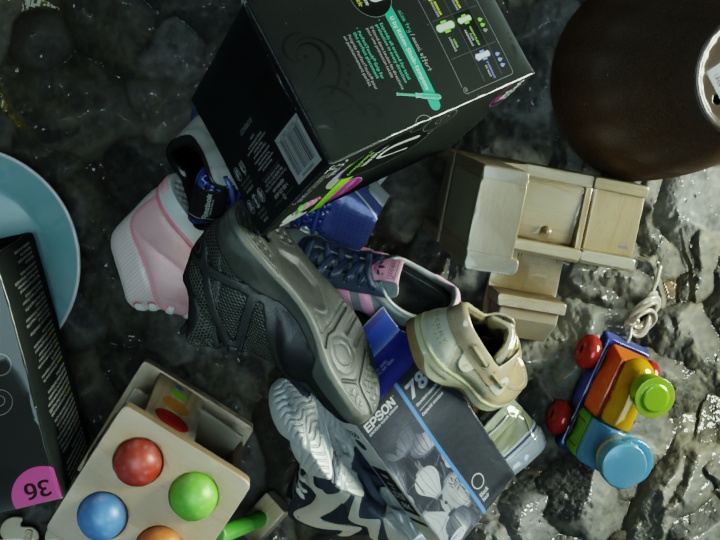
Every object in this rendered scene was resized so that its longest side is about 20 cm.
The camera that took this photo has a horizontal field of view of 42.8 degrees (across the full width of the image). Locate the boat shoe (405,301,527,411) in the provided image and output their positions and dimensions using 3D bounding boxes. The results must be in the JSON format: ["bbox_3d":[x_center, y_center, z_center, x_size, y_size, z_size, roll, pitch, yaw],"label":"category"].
[{"bbox_3d":[0.111,0.073,0.805,0.064,0.199,0.073,-27,61,22],"label":"boat shoe"}]

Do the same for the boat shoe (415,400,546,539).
[{"bbox_3d":[0.089,0.202,0.893,0.199,0.072,0.062,-38,89,-9],"label":"boat shoe"}]

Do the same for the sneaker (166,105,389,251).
[{"bbox_3d":[-0.085,-0.063,0.771,0.197,0.116,0.081,31,134,6],"label":"sneaker"}]

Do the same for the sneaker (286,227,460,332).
[{"bbox_3d":[0.000,0.000,0.823,0.196,0.082,0.071,19,67,-13],"label":"sneaker"}]

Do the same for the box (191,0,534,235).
[{"bbox_3d":[0.000,-0.138,0.690,0.198,0.148,0.126,-28,87,-30],"label":"box"}]

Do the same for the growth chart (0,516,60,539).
[{"bbox_3d":[-0.286,0.316,0.891,0.196,0.018,0.148,14,98,-9],"label":"growth chart"}]

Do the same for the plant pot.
[{"bbox_3d":[0.278,-0.160,0.772,0.182,0.200,0.191,-1,101,-6],"label":"plant pot"}]

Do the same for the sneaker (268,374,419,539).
[{"bbox_3d":[-0.044,0.178,0.835,0.128,0.080,0.199,-20,128,38],"label":"sneaker"}]

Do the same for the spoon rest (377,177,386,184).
[{"bbox_3d":[0.037,-0.137,0.821,0.098,0.061,0.202,31,97,-11],"label":"spoon rest"}]

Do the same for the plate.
[{"bbox_3d":[-0.348,-0.010,0.820,0.195,0.026,0.205,-1,101,-7],"label":"plate"}]

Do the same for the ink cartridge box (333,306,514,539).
[{"bbox_3d":[0.049,0.140,0.801,0.099,0.039,0.201,-44,110,-22],"label":"ink cartridge box"}]

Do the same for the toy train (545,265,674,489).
[{"bbox_3d":[0.257,0.097,0.860,0.083,0.116,0.203,22,98,-10],"label":"toy train"}]

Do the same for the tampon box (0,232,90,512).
[{"bbox_3d":[-0.330,0.090,0.763,0.147,0.126,0.204,-13,102,-3],"label":"tampon box"}]

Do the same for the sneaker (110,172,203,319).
[{"bbox_3d":[-0.143,0.019,0.828,0.104,0.076,0.201,-32,110,16],"label":"sneaker"}]

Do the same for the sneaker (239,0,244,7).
[{"bbox_3d":[-0.069,-0.234,0.779,0.076,0.085,0.205,-9,101,-5],"label":"sneaker"}]

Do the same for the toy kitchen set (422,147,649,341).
[{"bbox_3d":[0.161,-0.003,0.799,0.195,0.181,0.167,9,101,-8],"label":"toy kitchen set"}]

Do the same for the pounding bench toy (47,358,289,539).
[{"bbox_3d":[-0.148,0.202,0.814,0.198,0.156,0.125,34,95,-11],"label":"pounding bench toy"}]

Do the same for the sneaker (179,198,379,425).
[{"bbox_3d":[-0.071,0.050,0.748,0.113,0.076,0.200,-32,102,34],"label":"sneaker"}]
